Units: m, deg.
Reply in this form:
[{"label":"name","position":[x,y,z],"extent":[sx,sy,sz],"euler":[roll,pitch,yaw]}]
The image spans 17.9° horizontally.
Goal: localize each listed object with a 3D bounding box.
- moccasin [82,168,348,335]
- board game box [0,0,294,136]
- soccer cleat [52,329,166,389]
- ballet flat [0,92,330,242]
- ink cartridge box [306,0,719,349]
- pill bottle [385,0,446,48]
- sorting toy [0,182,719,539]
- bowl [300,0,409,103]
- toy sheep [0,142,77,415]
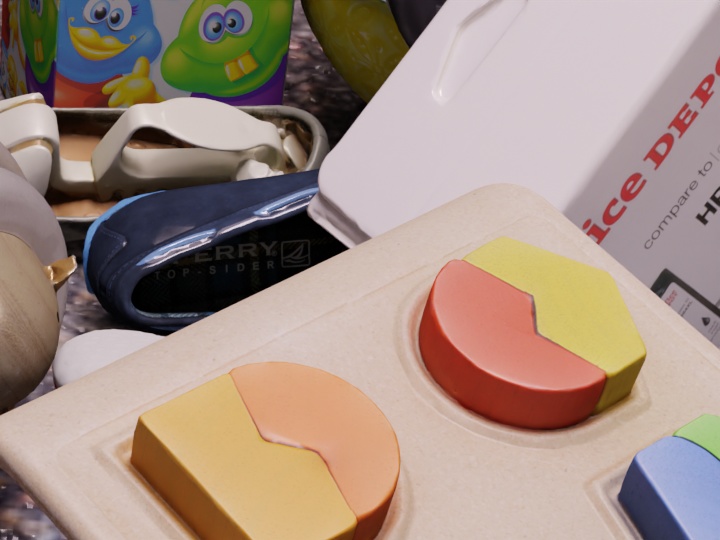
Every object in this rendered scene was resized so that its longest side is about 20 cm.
[{"label":"moccasin","position":[0.000,0.000,0.850],"extent":[0.200,0.081,0.068],"euler":[-13,20,-9]},{"label":"board game box","position":[-0.087,-0.147,0.941],"extent":[0.103,0.200,0.105],"euler":[-5,33,-20]},{"label":"soccer cleat","position":[-0.013,0.048,0.751],"extent":[0.200,0.085,0.069],"euler":[23,35,23]},{"label":"ballet flat","position":[-0.109,-0.044,0.889],"extent":[0.200,0.064,0.067],"euler":[0,57,-15]},{"label":"ink cartridge box","position":[0.099,-0.024,0.750],"extent":[0.084,0.146,0.200],"euler":[40,6,39]},{"label":"pill bottle","position":[0.051,-0.134,0.848],"extent":[0.106,0.106,0.200],"euler":[-2,38,-15]},{"label":"sorting toy","position":[0.036,0.056,0.554],"extent":[0.185,0.037,0.200],"euler":[-26,52,-36]},{"label":"bowl","position":[0.063,-0.103,0.986],"extent":[0.200,0.108,0.200],"euler":[4,36,-3]},{"label":"toy sheep","position":[-0.174,-0.003,0.759],"extent":[0.200,0.138,0.138],"euler":[26,36,36]}]
